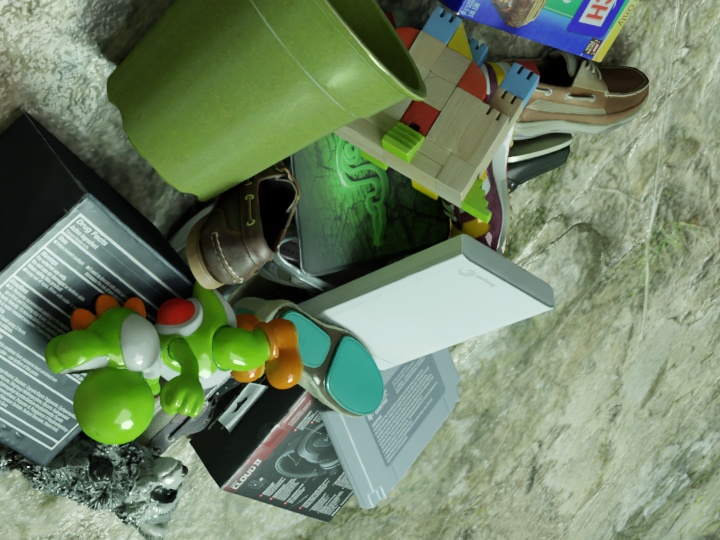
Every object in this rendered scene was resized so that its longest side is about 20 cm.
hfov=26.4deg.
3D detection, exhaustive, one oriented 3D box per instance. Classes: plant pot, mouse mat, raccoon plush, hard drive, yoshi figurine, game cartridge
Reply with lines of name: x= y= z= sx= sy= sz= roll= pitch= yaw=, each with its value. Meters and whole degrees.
plant pot: x=-0.084 y=-0.154 z=1.160 sx=0.190 sy=0.200 sz=0.200 roll=-36 pitch=143 yaw=15
mouse mat: x=0.008 y=-0.103 z=1.337 sx=0.161 sy=0.008 sz=0.201 roll=-14 pitch=108 yaw=-29
raccoon plush: x=-0.251 y=0.177 z=1.353 sx=0.134 sy=0.199 sz=0.097 roll=68 pitch=32 yaw=-41
hard drive: x=0.054 y=0.033 z=1.369 sx=0.200 sy=0.027 sz=0.132 roll=-24 pitch=143 yaw=36
yoshi figurine: x=-0.148 y=0.084 z=1.184 sx=0.200 sy=0.112 sz=0.113 roll=-1 pitch=134 yaw=-38
game cartridge: x=0.029 y=0.122 z=1.511 sx=0.200 sy=0.040 sz=0.134 roll=-46 pitch=126 yaw=-48

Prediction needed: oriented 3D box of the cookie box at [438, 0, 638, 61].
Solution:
cookie box: x=0.169 y=-0.284 z=1.309 sx=0.200 sy=0.075 sz=0.171 roll=8 pitch=120 yaw=-44

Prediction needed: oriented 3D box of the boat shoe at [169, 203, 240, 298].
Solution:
boat shoe: x=-0.161 y=0.028 z=1.328 sx=0.202 sy=0.065 sz=0.074 roll=-43 pitch=141 yaw=5

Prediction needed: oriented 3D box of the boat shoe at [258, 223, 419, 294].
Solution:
boat shoe: x=0.000 y=-0.002 z=1.397 sx=0.201 sy=0.065 sz=0.075 roll=15 pitch=87 yaw=-24

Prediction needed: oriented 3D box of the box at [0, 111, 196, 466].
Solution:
box: x=-0.255 y=0.018 z=1.207 sx=0.198 sy=0.123 sz=0.200 roll=-41 pitch=143 yaw=1

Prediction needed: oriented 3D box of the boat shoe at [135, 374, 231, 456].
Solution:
boat shoe: x=-0.163 y=0.117 z=1.386 sx=0.200 sy=0.072 sz=0.065 roll=-40 pitch=116 yaw=19

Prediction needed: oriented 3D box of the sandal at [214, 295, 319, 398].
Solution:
sandal: x=-0.110 y=0.067 z=1.442 sx=0.200 sy=0.048 sz=0.075 roll=-25 pitch=139 yaw=1

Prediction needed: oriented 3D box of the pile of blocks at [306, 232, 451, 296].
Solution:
pile of blocks: x=0.046 y=-0.015 z=1.472 sx=0.200 sy=0.062 sz=0.082 roll=-36 pitch=141 yaw=-7

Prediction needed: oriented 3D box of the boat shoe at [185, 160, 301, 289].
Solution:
boat shoe: x=-0.081 y=-0.051 z=1.235 sx=0.070 sy=0.200 sz=0.070 roll=-24 pitch=116 yaw=20

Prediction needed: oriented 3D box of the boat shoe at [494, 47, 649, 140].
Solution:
boat shoe: x=0.196 y=-0.173 z=1.440 sx=0.200 sy=0.076 sz=0.072 roll=-13 pitch=132 yaw=-32

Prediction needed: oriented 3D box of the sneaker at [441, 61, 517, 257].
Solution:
sneaker: x=0.083 y=-0.086 z=1.350 sx=0.090 sy=0.075 sz=0.201 roll=0 pitch=98 yaw=-23

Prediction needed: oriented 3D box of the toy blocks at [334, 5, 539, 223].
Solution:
toy blocks: x=0.055 y=-0.151 z=1.269 sx=0.137 sy=0.200 sz=0.100 roll=-58 pitch=171 yaw=-7

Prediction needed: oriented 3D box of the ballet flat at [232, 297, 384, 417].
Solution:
ballet flat: x=-0.046 y=0.071 z=1.366 sx=0.200 sy=0.062 sz=0.068 roll=45 pitch=68 yaw=-50

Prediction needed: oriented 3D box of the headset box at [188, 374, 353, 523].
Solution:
headset box: x=-0.062 y=0.159 z=1.537 sx=0.149 sy=0.077 sz=0.200 roll=-50 pitch=139 yaw=11

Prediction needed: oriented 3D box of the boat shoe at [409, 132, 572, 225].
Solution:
boat shoe: x=0.107 y=-0.088 z=1.437 sx=0.201 sy=0.074 sz=0.063 roll=-18 pitch=117 yaw=-17
